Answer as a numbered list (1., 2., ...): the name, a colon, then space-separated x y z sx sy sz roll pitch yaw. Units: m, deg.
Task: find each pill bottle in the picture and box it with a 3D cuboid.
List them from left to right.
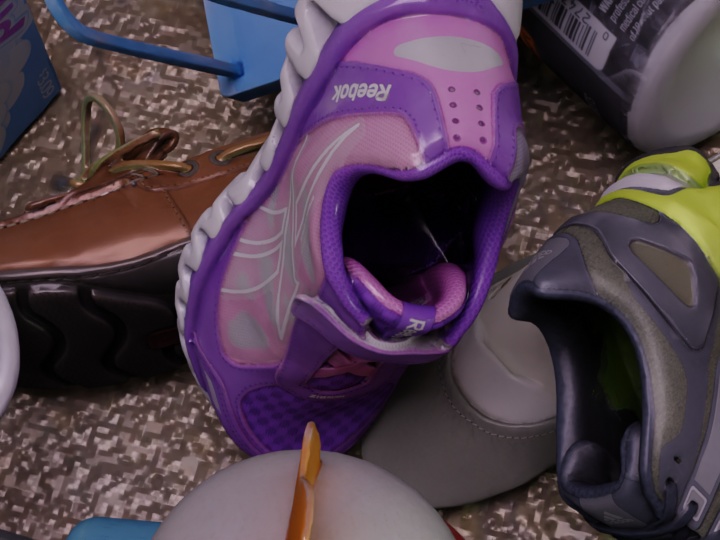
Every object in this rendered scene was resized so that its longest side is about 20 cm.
1. pill bottle: 0.066 -0.141 0.892 0.106 0.106 0.200 -38 66 -11

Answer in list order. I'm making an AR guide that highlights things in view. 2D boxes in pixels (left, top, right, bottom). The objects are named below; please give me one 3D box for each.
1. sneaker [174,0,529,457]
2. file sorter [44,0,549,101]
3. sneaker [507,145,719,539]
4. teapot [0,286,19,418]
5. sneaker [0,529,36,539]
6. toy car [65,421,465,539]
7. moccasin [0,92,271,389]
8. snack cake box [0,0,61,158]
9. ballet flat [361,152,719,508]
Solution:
1. sneaker: 0.000 0.000 0.777 0.080 0.200 0.089 1 46 -21
2. file sorter: 0.002 -0.152 0.798 0.200 0.123 0.139 -16 78 28
3. sneaker: 0.102 0.068 0.771 0.081 0.074 0.200 -26 90 -34
4. teapot: -0.201 0.099 0.785 0.146 0.200 0.198 26 37 -19
5. sneaker: -0.110 0.138 0.688 0.074 0.200 0.085 13 108 -1
6. toy car: -0.016 0.125 0.721 0.184 0.200 0.177 6 65 10
7. moccasin: -0.064 -0.015 0.865 0.201 0.074 0.078 -17 55 1
8. snack cake box: -0.173 -0.082 0.838 0.067 0.200 0.115 34 73 19
9. ballet flat: 0.084 0.005 0.842 0.200 0.064 0.067 -30 65 -8
